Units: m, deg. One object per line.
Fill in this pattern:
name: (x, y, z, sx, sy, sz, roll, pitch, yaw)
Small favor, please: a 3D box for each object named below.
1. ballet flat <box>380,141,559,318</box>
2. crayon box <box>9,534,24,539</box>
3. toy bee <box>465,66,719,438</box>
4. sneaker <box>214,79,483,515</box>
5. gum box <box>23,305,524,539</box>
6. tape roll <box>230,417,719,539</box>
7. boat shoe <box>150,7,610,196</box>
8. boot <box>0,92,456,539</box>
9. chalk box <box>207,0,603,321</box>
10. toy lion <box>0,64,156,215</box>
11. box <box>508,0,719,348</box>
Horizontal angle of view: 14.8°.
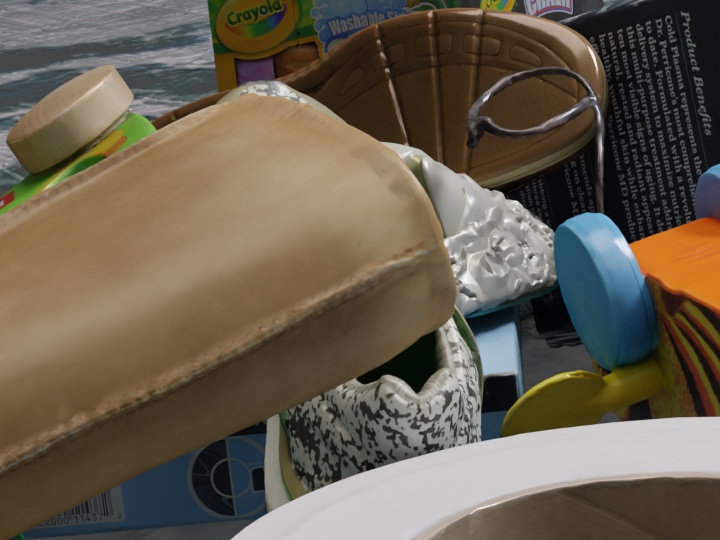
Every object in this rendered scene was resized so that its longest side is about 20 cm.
ballet flat: (-0.001, -0.006, 0.899, 0.071, 0.072, 0.199, 5, 16, 41)
crayon box: (-0.152, 0.110, 0.552, 0.199, 0.059, 0.119, -26, 16, -9)
toy bee: (0.106, 0.019, 0.850, 0.130, 0.109, 0.200, -11, 27, 6)
sneaker: (0.000, 0.000, 0.768, 0.076, 0.089, 0.201, -5, 43, -16)
gum box: (-0.027, 0.037, 0.968, 0.169, 0.045, 0.200, -6, 13, 3)
tape roll: (0.062, 0.093, 0.612, 0.201, 0.071, 0.203, -6, 13, 1)
boat shoe: (0.009, -0.041, 1.020, 0.199, 0.073, 0.072, -16, -25, 27)
boot: (-0.105, 0.027, 0.543, 0.199, 0.066, 0.175, -31, 30, -23)
chalk box: (0.021, -0.085, 1.126, 0.123, 0.201, 0.125, 2, 14, 32)
toy lion: (-0.140, 0.026, 0.901, 0.199, 0.069, 0.192, -35, 16, 1)
box: (0.185, -0.056, 1.012, 0.199, 0.125, 0.196, -13, 3, -30)
